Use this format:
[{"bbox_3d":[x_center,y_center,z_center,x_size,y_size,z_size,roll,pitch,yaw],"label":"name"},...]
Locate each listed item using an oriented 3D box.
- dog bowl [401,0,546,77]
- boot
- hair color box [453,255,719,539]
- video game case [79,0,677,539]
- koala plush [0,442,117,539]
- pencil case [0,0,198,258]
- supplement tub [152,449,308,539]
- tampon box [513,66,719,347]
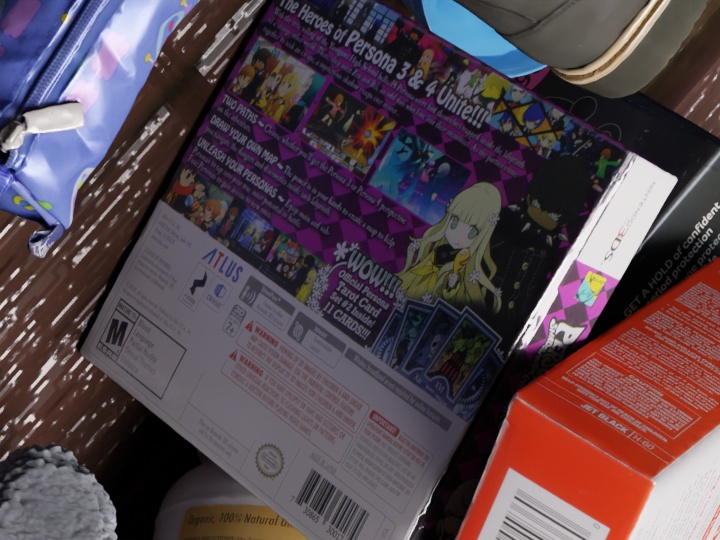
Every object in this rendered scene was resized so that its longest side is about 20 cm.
[{"bbox_3d":[0.084,-0.169,1.200,0.200,0.050,0.112,-47,135,-9],"label":"dog bowl"},{"bbox_3d":[0.094,-0.173,1.113,0.138,0.077,0.201,20,99,-40],"label":"boot"},{"bbox_3d":[0.103,0.072,1.102,0.200,0.061,0.102,-26,143,-59],"label":"hair color box"},{"bbox_3d":[0.000,0.000,1.121,0.036,0.200,0.182,24,97,-46],"label":"video game case"},{"bbox_3d":[-0.179,0.194,1.120,0.176,0.185,0.200,0,141,-22],"label":"koala plush"},{"bbox_3d":[-0.086,-0.108,1.069,0.078,0.087,0.201,36,88,-16],"label":"pencil case"},{"bbox_3d":[-0.021,0.159,1.188,0.144,0.144,0.201,35,59,-45],"label":"supplement tub"},{"bbox_3d":[0.110,0.032,1.281,0.150,0.126,0.200,-49,134,-6],"label":"tampon box"}]
